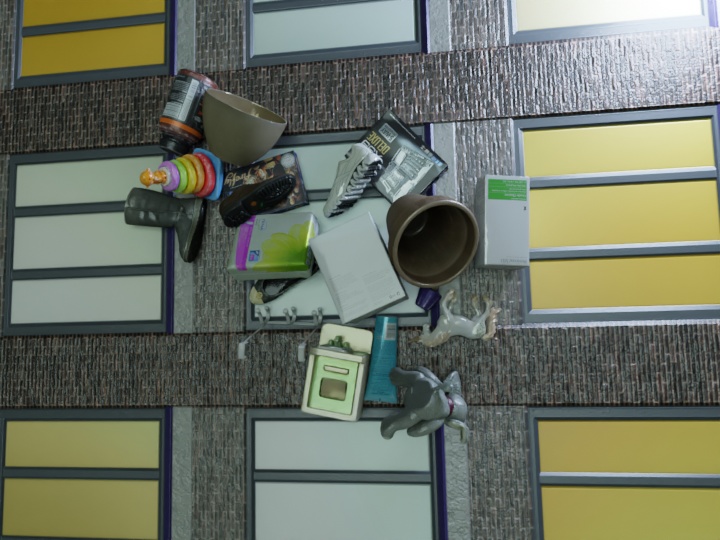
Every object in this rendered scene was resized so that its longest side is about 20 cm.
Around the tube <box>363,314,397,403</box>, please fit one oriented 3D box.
[{"bbox_3d":[0.054,0.205,1.298,0.077,0.050,0.202,5,89,4],"label":"tube"}]

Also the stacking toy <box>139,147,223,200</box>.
[{"bbox_3d":[-0.433,-0.221,1.318,0.109,0.199,0.117,23,115,30],"label":"stacking toy"}]

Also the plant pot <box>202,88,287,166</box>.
[{"bbox_3d":[-0.293,-0.330,1.337,0.199,0.200,0.135,29,109,9],"label":"plant pot"}]

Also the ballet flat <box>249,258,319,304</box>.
[{"bbox_3d":[-0.184,0.018,1.339,0.199,0.057,0.067,-33,98,4],"label":"ballet flat"}]

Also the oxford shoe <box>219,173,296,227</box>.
[{"bbox_3d":[-0.248,-0.186,1.329,0.199,0.073,0.085,-28,51,-9],"label":"oxford shoe"}]

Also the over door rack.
[{"bbox_3d":[-0.174,0.128,1.260,0.146,0.200,0.067,1,111,8],"label":"over door rack"}]

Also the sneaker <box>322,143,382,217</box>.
[{"bbox_3d":[-0.031,-0.208,1.315,0.081,0.075,0.200,49,119,17],"label":"sneaker"}]

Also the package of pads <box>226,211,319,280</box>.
[{"bbox_3d":[-0.201,-0.059,1.316,0.198,0.068,0.156,-2,59,13],"label":"package of pads"}]

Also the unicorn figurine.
[{"bbox_3d":[0.215,0.115,1.268,0.198,0.074,0.139,10,85,9],"label":"unicorn figurine"}]

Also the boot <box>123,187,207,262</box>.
[{"bbox_3d":[-0.493,-0.115,1.392,0.198,0.073,0.183,7,72,2],"label":"boot"}]

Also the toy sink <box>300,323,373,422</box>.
[{"bbox_3d":[-0.050,0.227,1.275,0.129,0.112,0.202,9,86,8],"label":"toy sink"}]

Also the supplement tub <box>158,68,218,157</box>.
[{"bbox_3d":[-0.434,-0.387,1.393,0.106,0.107,0.201,19,88,9],"label":"supplement tub"}]

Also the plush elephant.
[{"bbox_3d":[0.164,0.298,1.228,0.199,0.155,0.166,-22,43,32],"label":"plush elephant"}]

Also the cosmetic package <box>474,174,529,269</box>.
[{"bbox_3d":[0.319,-0.106,1.265,0.107,0.085,0.202,1,84,-4],"label":"cosmetic package"}]

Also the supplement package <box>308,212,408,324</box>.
[{"bbox_3d":[0.000,0.000,1.271,0.151,0.151,0.201,-24,82,6],"label":"supplement package"}]

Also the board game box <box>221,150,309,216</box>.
[{"bbox_3d":[-0.238,-0.200,1.382,0.198,0.035,0.137,-17,83,6],"label":"board game box"}]

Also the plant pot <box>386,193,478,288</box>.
[{"bbox_3d":[0.134,-0.090,1.235,0.199,0.175,0.202,-9,120,-15],"label":"plant pot"}]

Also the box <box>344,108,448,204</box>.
[{"bbox_3d":[0.085,-0.258,1.335,0.158,0.050,0.200,-44,81,3],"label":"box"}]

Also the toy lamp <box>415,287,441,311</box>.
[{"bbox_3d":[0.191,0.001,1.292,0.058,0.058,0.201,29,89,10],"label":"toy lamp"}]
